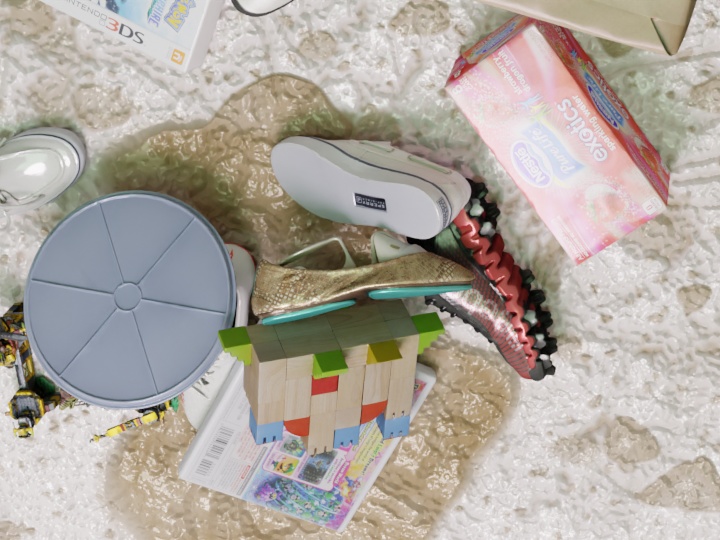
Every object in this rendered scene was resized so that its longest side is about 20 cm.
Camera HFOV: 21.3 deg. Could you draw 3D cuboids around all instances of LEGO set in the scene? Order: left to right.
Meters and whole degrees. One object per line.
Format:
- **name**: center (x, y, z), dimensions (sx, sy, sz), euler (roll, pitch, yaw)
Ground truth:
- **LEGO set**: center (-0.274, 0.096, 1.823), dimensions (0.198, 0.116, 0.155), euler (4, 110, 11)

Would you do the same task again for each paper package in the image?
- **paper package**: center (0.186, -0.266, 1.547), dimensions (0.189, 0.200, 0.104), euler (16, 114, 5)

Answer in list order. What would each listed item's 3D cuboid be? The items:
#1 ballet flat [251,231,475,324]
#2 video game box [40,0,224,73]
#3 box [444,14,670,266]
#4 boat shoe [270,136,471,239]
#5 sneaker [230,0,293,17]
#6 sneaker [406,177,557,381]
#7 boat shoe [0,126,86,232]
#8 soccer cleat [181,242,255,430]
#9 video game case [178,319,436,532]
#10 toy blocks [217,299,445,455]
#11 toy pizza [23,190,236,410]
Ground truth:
- **ballet flat**: center (0.000, 0.000, 1.683), dimensions (0.198, 0.071, 0.066), euler (-9, 84, -2)
- **video game box**: center (-0.192, -0.301, 1.674), dimensions (0.181, 0.047, 0.201), euler (25, 114, 9)
- **box**: center (0.172, -0.121, 1.665), dimensions (0.102, 0.095, 0.201), euler (-32, 103, 22)
- **boat shoe**: center (0.011, -0.084, 1.719), dimensions (0.199, 0.070, 0.072), euler (16, 127, 36)
- **sneaker**: center (-0.043, -0.288, 1.647), dimensions (0.200, 0.080, 0.074), euler (-39, 103, 24)
- **sneaker**: center (0.107, 0.019, 1.748), dimensions (0.097, 0.071, 0.202), euler (-25, 103, 19)
- **boat shoe**: center (-0.353, -0.074, 1.789), dimensions (0.200, 0.086, 0.075), euler (-16, 109, 17)
- **soccer cleat**: center (-0.139, 0.072, 1.808), dimensions (0.068, 0.085, 0.202), euler (14, 114, 4)
- **video game case**: center (-0.052, 0.146, 1.826), dimensions (0.181, 0.024, 0.201), euler (21, 115, -20)
- **toy blocks**: center (-0.029, 0.106, 1.744), dimensions (0.198, 0.100, 0.138), euler (-9, 132, -17)
- **toy pizza**: center (-0.207, 0.027, 1.738), dimensions (0.198, 0.032, 0.202), euler (-2, 77, 8)
